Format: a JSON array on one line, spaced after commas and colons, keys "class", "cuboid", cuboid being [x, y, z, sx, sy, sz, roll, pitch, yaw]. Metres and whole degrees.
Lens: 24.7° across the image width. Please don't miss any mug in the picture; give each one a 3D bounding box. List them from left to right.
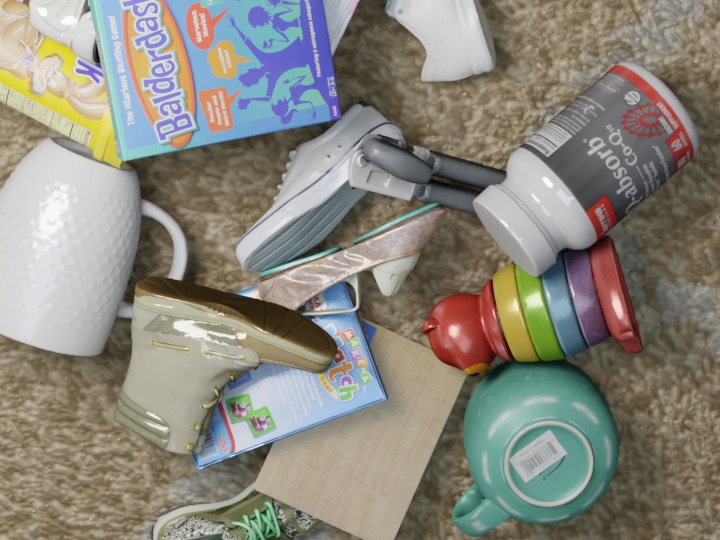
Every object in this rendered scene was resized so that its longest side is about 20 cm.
[{"class": "mug", "cuboid": [-0.261, -0.021, 1.568, 0.199, 0.148, 0.176, 18, 99, -24]}, {"class": "mug", "cuboid": [0.177, 0.188, 1.630, 0.151, 0.114, 0.186, 6, 102, -3]}]

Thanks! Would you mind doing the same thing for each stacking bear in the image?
[{"class": "stacking bear", "cuboid": [0.161, 0.045, 1.604, 0.199, 0.121, 0.115, -16, 76, 11]}]

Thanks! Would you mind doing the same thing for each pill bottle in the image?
[{"class": "pill bottle", "cuboid": [0.210, -0.093, 1.547, 0.200, 0.116, 0.116, -41, 101, -6]}]

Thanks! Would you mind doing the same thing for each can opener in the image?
[{"class": "can opener", "cuboid": [0.075, -0.083, 1.560, 0.199, 0.066, 0.053, 12, 105, -35]}]

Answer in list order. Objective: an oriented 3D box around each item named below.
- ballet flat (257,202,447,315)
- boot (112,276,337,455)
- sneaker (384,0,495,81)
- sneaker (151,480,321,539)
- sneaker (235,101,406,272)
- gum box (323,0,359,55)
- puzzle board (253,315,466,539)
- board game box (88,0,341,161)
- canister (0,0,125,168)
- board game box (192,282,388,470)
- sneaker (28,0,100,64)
[{"class": "ballet flat", "cuboid": [0.000, 0.000, 1.573, 0.199, 0.068, 0.068, -22, 88, 14]}, {"class": "boot", "cuboid": [-0.130, 0.103, 1.556, 0.199, 0.072, 0.156, 16, 108, 5]}, {"class": "sneaker", "cuboid": [0.060, -0.273, 1.550, 0.088, 0.075, 0.201, -14, 104, 14]}, {"class": "sneaker", "cuboid": [-0.116, 0.263, 1.655, 0.199, 0.089, 0.077, -22, 104, 2]}, {"class": "sneaker", "cuboid": [-0.047, -0.081, 1.591, 0.200, 0.073, 0.071, -40, 61, 1]}, {"class": "gum box", "cuboid": [-0.034, -0.262, 1.524, 0.066, 0.114, 0.201, 26, 102, -7]}, {"class": "puzzle board", "cuboid": [0.002, 0.157, 1.646, 0.150, 0.017, 0.201, 24, 85, -1]}, {"class": "board game box", "cuboid": [-0.126, -0.189, 1.432, 0.199, 0.045, 0.153, -13, 102, -12]}, {"class": "canister", "cuboid": [-0.277, -0.202, 1.521, 0.199, 0.149, 0.087, 27, 143, -4]}, {"class": "board game box", "cuboid": [-0.090, 0.090, 1.623, 0.199, 0.037, 0.152, -20, 84, 5]}, {"class": "sneaker", "cuboid": [-0.234, -0.279, 1.493, 0.081, 0.201, 0.075, 20, 144, 5]}]
